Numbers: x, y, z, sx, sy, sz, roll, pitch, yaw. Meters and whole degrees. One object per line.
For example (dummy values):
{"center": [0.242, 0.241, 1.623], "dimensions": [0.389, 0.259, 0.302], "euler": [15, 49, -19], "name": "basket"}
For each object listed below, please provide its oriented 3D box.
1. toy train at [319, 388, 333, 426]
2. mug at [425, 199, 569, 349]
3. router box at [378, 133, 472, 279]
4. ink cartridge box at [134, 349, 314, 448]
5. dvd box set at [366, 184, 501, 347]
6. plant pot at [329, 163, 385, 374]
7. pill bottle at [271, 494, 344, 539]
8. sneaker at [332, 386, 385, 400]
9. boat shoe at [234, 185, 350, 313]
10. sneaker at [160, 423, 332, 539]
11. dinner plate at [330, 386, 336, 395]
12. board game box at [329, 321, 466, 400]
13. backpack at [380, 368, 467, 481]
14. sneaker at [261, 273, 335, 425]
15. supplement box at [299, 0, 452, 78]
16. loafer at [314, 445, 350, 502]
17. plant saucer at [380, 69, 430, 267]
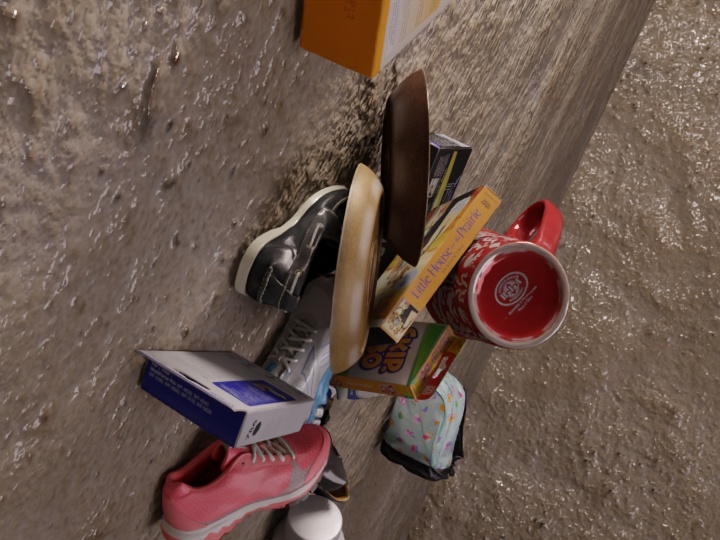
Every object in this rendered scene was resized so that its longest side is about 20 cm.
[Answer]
{"center": [-0.058, 0.175, 1.084], "dimensions": [0.200, 0.034, 0.046], "euler": [118, -8, -70], "name": "toy train"}
{"center": [0.151, -0.001, 0.978], "dimensions": [0.200, 0.131, 0.180], "euler": [-150, -108, -84], "name": "mug"}
{"center": [0.065, -0.073, 1.129], "dimensions": [0.157, 0.052, 0.202], "euler": [-18, 132, -68], "name": "router box"}
{"center": [-0.115, 0.106, 0.754], "dimensions": [0.040, 0.099, 0.200], "euler": [-62, 163, 1], "name": "ink cartridge box"}
{"center": [0.062, -0.001, 0.989], "dimensions": [0.201, 0.029, 0.146], "euler": [-52, -170, -17], "name": "dvd box set"}
{"center": [0.000, 0.000, 0.849], "dimensions": [0.200, 0.027, 0.203], "euler": [7, 90, -85], "name": "plant pot"}
{"center": [-0.084, 0.432, 1.332], "dimensions": [0.112, 0.111, 0.202], "euler": [-45, 155, -48], "name": "pill bottle"}
{"center": [0.000, 0.116, 1.129], "dimensions": [0.200, 0.087, 0.076], "euler": [-87, 162, -88], "name": "sneaker"}
{"center": [-0.043, -0.021, 0.849], "dimensions": [0.200, 0.067, 0.073], "euler": [-46, 153, -54], "name": "boat shoe"}
{"center": [-0.110, 0.199, 0.888], "dimensions": [0.199, 0.074, 0.088], "euler": [-25, 131, -30], "name": "sneaker"}
{"center": [-0.016, 0.102, 1.201], "dimensions": [0.201, 0.024, 0.201], "euler": [-55, 162, -26], "name": "dinner plate"}
{"center": [0.020, 0.097, 1.019], "dimensions": [0.096, 0.198, 0.030], "euler": [-52, 130, -33], "name": "board game box"}
{"center": [0.130, 0.293, 1.731], "dimensions": [0.126, 0.165, 0.203], "euler": [-6, 115, -65], "name": "backpack"}
{"center": [-0.069, 0.097, 0.948], "dimensions": [0.086, 0.074, 0.203], "euler": [3, 106, -51], "name": "sneaker"}
{"center": [0.034, -0.262, 0.703], "dimensions": [0.200, 0.073, 0.127], "euler": [-50, 159, -39], "name": "supplement box"}
{"center": [-0.049, 0.284, 1.283], "dimensions": [0.073, 0.072, 0.201], "euler": [-56, 162, -20], "name": "loafer"}
{"center": [0.043, -0.105, 0.919], "dimensions": [0.200, 0.036, 0.204], "euler": [-178, -90, -88], "name": "plant saucer"}
